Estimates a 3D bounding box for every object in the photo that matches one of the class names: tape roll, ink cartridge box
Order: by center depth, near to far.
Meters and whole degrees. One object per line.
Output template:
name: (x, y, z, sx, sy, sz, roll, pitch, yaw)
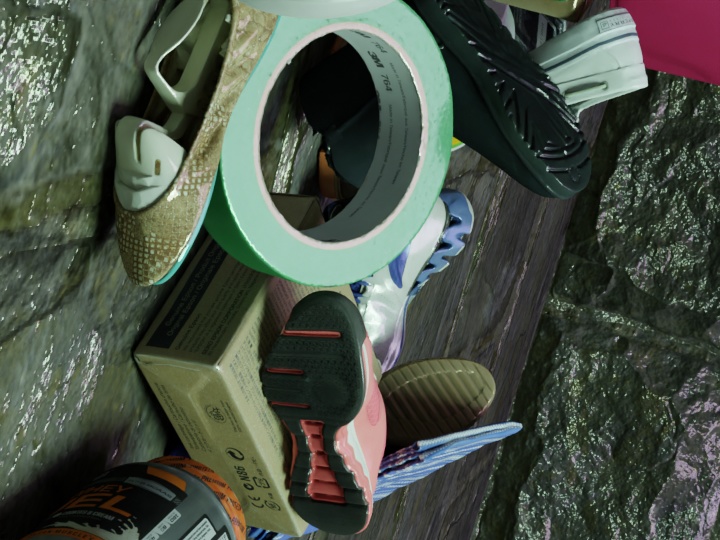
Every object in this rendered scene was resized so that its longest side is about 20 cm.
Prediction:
tape roll: (-0.025, -0.091, 0.971, 0.200, 0.048, 0.201, -11, 107, -39)
ink cartridge box: (-0.067, 0.069, 1.072, 0.165, 0.075, 0.200, -62, 146, -37)

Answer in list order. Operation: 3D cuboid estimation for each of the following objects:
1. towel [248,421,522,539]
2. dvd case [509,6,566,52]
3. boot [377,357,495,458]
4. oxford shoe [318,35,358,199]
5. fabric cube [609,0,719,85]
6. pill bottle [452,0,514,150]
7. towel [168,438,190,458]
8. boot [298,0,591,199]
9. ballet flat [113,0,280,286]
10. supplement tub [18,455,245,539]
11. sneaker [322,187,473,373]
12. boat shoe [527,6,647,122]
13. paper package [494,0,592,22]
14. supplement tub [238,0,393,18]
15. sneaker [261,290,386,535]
towel: (0.019, 0.173, 1.178, 0.200, 0.024, 0.145, -32, 164, 34)
dvd case: (0.108, -0.229, 1.255, 0.016, 0.200, 0.149, -30, 154, -13)
boot: (0.009, 0.140, 1.240, 0.199, 0.073, 0.166, -23, 169, -14)
oxford shoe: (0.009, -0.131, 1.207, 0.200, 0.073, 0.071, 90, 23, -51)
fabric cube: (0.309, -0.263, 1.105, 0.196, 0.198, 0.201, 70, 38, -66)
pill bottle: (0.068, -0.183, 1.221, 0.200, 0.111, 0.111, 102, 11, -72)
towel: (-0.097, 0.143, 1.205, 0.200, 0.049, 0.148, -55, 158, -49)
boot: (0.058, -0.105, 1.087, 0.168, 0.200, 0.076, -39, 176, 41)
ballet flat: (-0.110, -0.092, 0.856, 0.065, 0.070, 0.201, 30, 74, -48)
supplement tub: (-0.153, 0.197, 0.908, 0.200, 0.122, 0.123, -39, 146, -66)
sneaker: (0.000, -0.001, 1.219, 0.115, 0.080, 0.200, 29, 91, -45)
boat shoe: (0.136, -0.130, 1.109, 0.073, 0.067, 0.200, -16, 174, -32)
paper package: (0.105, -0.292, 1.109, 0.191, 0.199, 0.104, -56, 158, -45)
supplement tub: (-0.022, -0.253, 0.778, 0.201, 0.145, 0.146, 95, 20, -46)
sneaker: (-0.019, 0.088, 1.033, 0.087, 0.073, 0.201, -62, 155, -53)
